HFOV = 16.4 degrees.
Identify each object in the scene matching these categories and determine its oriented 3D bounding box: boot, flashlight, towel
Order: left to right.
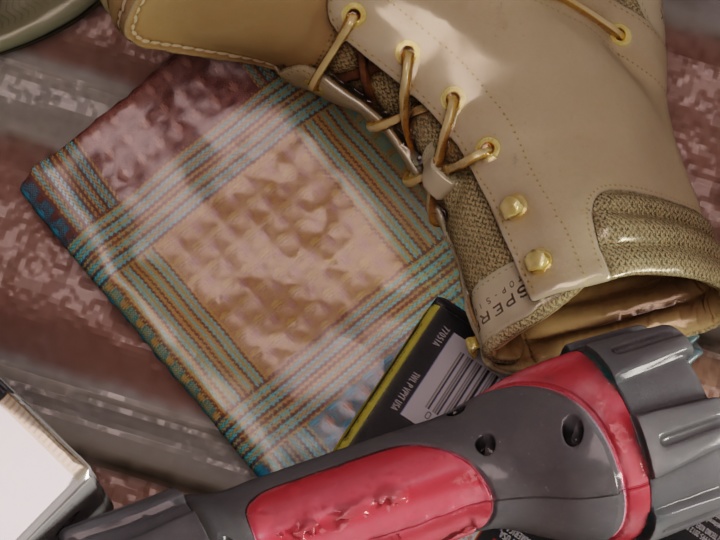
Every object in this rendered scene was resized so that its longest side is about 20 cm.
[{"bbox_3d":[0.000,0.000,0.853,0.147,0.022,0.200,-40,83,-11],"label":"towel"},{"bbox_3d":[0.012,0.074,0.750,0.199,0.068,0.068,-18,67,-19],"label":"flashlight"},{"bbox_3d":[0.020,-0.045,0.804,0.199,0.073,0.156,2,61,-24],"label":"boot"}]

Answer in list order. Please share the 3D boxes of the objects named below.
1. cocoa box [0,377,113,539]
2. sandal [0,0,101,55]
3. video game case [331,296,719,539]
[{"bbox_3d":[-0.191,0.095,0.764,0.131,0.133,0.200,43,80,5],"label":"cocoa box"},{"bbox_3d":[-0.154,-0.103,0.846,0.200,0.057,0.080,-31,82,-9],"label":"sandal"},{"bbox_3d":[0.060,0.133,0.786,0.199,0.026,0.181,33,66,4],"label":"video game case"}]
